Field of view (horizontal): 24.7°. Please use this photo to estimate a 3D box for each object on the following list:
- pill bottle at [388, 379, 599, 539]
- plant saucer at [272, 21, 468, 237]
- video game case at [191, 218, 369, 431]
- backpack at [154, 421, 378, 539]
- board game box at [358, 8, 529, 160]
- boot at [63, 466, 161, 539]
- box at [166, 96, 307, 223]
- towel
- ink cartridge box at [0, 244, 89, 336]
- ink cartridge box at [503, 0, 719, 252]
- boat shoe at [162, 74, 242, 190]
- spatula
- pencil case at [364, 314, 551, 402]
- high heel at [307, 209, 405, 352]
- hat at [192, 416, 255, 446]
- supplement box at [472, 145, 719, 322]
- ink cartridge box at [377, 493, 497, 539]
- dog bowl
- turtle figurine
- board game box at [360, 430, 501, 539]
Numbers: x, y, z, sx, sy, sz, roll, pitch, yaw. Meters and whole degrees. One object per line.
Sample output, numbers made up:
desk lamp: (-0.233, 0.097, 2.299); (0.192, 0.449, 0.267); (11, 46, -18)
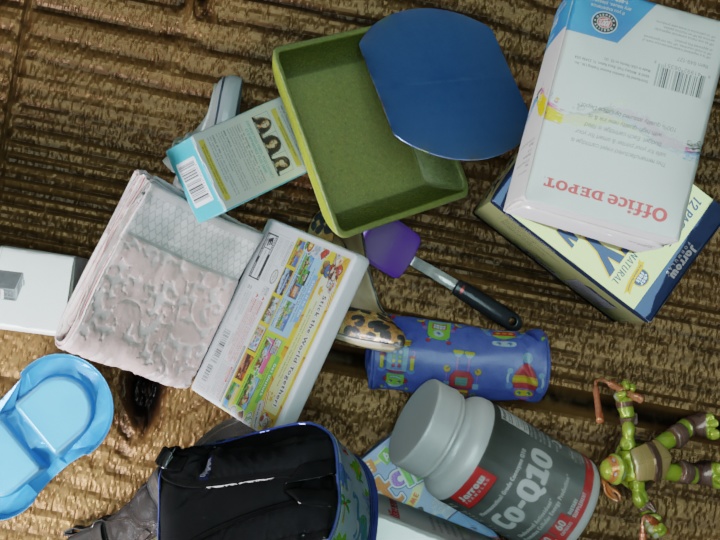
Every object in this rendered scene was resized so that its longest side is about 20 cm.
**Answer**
pill bottle: (0.135, 0.201, 1.680); (0.199, 0.114, 0.115); (30, 88, -15)
plant saucer: (0.002, -0.144, 1.700); (0.199, 0.048, 0.202); (-19, 89, -41)
video game case: (-0.085, 0.058, 1.676); (0.023, 0.181, 0.202); (26, 88, -35)
backpack: (-0.080, 0.243, 1.548); (0.198, 0.147, 0.185); (-20, 50, 23)
board game box: (0.083, -0.183, 1.701); (0.156, 0.039, 0.201); (-8, 58, -21)
boot: (-0.211, 0.312, 1.678); (0.174, 0.069, 0.201); (-42, 66, 25)
box: (-0.099, -0.123, 1.673); (0.199, 0.049, 0.083); (-29, 96, -43)
towel: (-0.199, 0.016, 1.664); (0.032, 0.199, 0.192); (27, 91, 37)
ink cartridge box: (-0.380, 0.014, 1.675); (0.198, 0.144, 0.085); (9, 88, -2)
ink cartridge box: (0.229, -0.133, 1.496); (0.146, 0.145, 0.202); (16, 87, -1)
boat shoe: (-0.174, -0.111, 1.719); (0.066, 0.074, 0.202); (14, 89, -2)
spatula: (0.087, 0.009, 1.750); (0.199, 0.021, 0.057); (32, 87, -1)
pencil case: (0.104, 0.090, 1.720); (0.198, 0.087, 0.079); (5, 130, -1)
high heel: (0.000, 0.000, 1.671); (0.071, 0.199, 0.144); (18, 92, -37)
hat: (-0.104, 0.245, 1.702); (0.199, 0.081, 0.203); (-3, 84, 26)
supplement box: (0.237, -0.058, 1.666); (0.199, 0.200, 0.135); (37, 88, -1)
ink cartridge box: (0.089, 0.303, 1.645); (0.198, 0.146, 0.084); (21, 91, -1)
dog bowl: (-0.345, 0.173, 1.721); (0.200, 0.050, 0.112); (-41, 90, -1)
turtle figurine: (0.304, 0.207, 1.704); (0.160, 0.064, 0.202); (-5, 74, -32)
board game box: (0.054, 0.282, 1.735); (0.151, 0.037, 0.201); (-38, 89, -2)
